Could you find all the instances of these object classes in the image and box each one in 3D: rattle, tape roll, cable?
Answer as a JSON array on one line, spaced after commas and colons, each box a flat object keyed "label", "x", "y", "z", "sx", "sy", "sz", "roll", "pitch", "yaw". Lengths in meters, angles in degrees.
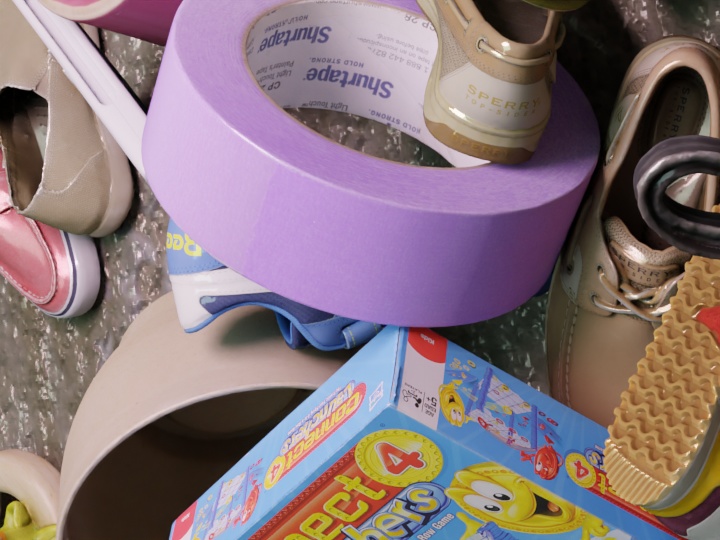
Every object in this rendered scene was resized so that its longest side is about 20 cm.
[{"label": "rattle", "x": -0.267, "y": 0.170, "z": 1.429, "sx": 0.200, "sy": 0.143, "sz": 0.130, "roll": 30, "pitch": 133, "yaw": 33}, {"label": "tape roll", "x": 0.005, "y": -0.062, "z": 1.047, "sx": 0.200, "sy": 0.200, "sz": 0.066, "roll": 46, "pitch": 133, "yaw": 32}, {"label": "cable", "x": 0.202, "y": 0.006, "z": 0.923, "sx": 0.097, "sy": 0.200, "sz": 0.050, "roll": -38, "pitch": 31, "yaw": 29}]

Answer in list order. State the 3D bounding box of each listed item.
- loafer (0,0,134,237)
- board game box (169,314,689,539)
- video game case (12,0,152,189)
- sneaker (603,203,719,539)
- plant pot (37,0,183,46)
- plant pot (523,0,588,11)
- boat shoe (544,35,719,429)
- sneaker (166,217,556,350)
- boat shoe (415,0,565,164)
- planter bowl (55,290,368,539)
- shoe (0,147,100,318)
[{"label": "loafer", "x": -0.194, "y": -0.113, "z": 1.369, "sx": 0.076, "sy": 0.068, "sz": 0.200, "roll": -37, "pitch": 68, "yaw": 41}, {"label": "board game box", "x": 0.039, "y": 0.134, "z": 1.076, "sx": 0.200, "sy": 0.196, "sz": 0.056, "roll": -44, "pitch": 25, "yaw": 39}, {"label": "video game case", "x": -0.117, "y": -0.073, "z": 1.228, "sx": 0.023, "sy": 0.200, "sz": 0.182, "roll": -37, "pitch": 62, "yaw": -2}, {"label": "sneaker", "x": 0.187, "y": 0.027, "z": 1.005, "sx": 0.200, "sy": 0.090, "sz": 0.075, "roll": -58, "pitch": 35, "yaw": 2}, {"label": "plant pot", "x": -0.072, "y": -0.189, "z": 1.160, "sx": 0.200, "sy": 0.179, "sz": 0.200, "roll": 5, "pitch": 96, "yaw": 45}, {"label": "plant pot", "x": 0.107, "y": -0.248, "z": 0.984, "sx": 0.193, "sy": 0.200, "sz": 0.200, "roll": -36, "pitch": 68, "yaw": 28}, {"label": "boat shoe", "x": 0.124, "y": -0.006, "z": 1.043, "sx": 0.071, "sy": 0.065, "sz": 0.200, "roll": 10, "pitch": 103, "yaw": 6}, {"label": "sneaker", "x": 0.000, "y": 0.000, "z": 1.106, "sx": 0.074, "sy": 0.200, "sz": 0.082, "roll": -168, "pitch": 85, "yaw": -77}, {"label": "boat shoe", "x": 0.063, "y": -0.129, "z": 1.050, "sx": 0.201, "sy": 0.073, "sz": 0.063, "roll": -82, "pitch": 9, "yaw": -52}, {"label": "planter bowl", "x": -0.062, "y": 0.088, "z": 1.189, "sx": 0.200, "sy": 0.200, "sz": 0.135, "roll": -59, "pitch": 29, "yaw": 32}, {"label": "shoe", "x": -0.244, "y": -0.044, "z": 1.410, "sx": 0.200, "sy": 0.091, "sz": 0.071, "roll": 52, "pitch": 127, "yaw": 28}]
